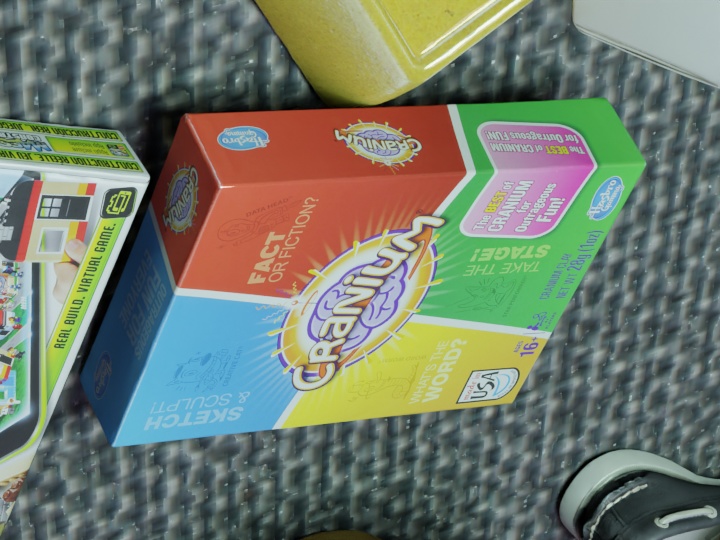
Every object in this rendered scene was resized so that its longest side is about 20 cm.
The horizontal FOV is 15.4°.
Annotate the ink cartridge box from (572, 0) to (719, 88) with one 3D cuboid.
[{"bbox_3d":[0.175,-0.175,0.994,0.200,0.083,0.147,-27,129,-35],"label":"ink cartridge box"}]

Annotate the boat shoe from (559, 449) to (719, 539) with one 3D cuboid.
[{"bbox_3d":[0.187,0.136,1.338,0.199,0.060,0.074,17,115,-42],"label":"boat shoe"}]

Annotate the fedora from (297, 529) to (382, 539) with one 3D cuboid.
[{"bbox_3d":[-0.003,0.178,1.232,0.200,0.082,0.201,-14,132,-16],"label":"fedora"}]

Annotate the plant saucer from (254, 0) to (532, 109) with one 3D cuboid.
[{"bbox_3d":[0.039,-0.164,0.990,0.200,0.048,0.200,-37,138,-1],"label":"plant saucer"}]

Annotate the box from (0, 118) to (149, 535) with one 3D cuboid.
[{"bbox_3d":[-0.167,0.033,1.030,0.110,0.035,0.201,4,124,-36],"label":"box"}]

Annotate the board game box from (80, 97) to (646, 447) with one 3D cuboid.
[{"bbox_3d":[0.000,0.000,1.091,0.199,0.040,0.153,-5,139,-30],"label":"board game box"}]
